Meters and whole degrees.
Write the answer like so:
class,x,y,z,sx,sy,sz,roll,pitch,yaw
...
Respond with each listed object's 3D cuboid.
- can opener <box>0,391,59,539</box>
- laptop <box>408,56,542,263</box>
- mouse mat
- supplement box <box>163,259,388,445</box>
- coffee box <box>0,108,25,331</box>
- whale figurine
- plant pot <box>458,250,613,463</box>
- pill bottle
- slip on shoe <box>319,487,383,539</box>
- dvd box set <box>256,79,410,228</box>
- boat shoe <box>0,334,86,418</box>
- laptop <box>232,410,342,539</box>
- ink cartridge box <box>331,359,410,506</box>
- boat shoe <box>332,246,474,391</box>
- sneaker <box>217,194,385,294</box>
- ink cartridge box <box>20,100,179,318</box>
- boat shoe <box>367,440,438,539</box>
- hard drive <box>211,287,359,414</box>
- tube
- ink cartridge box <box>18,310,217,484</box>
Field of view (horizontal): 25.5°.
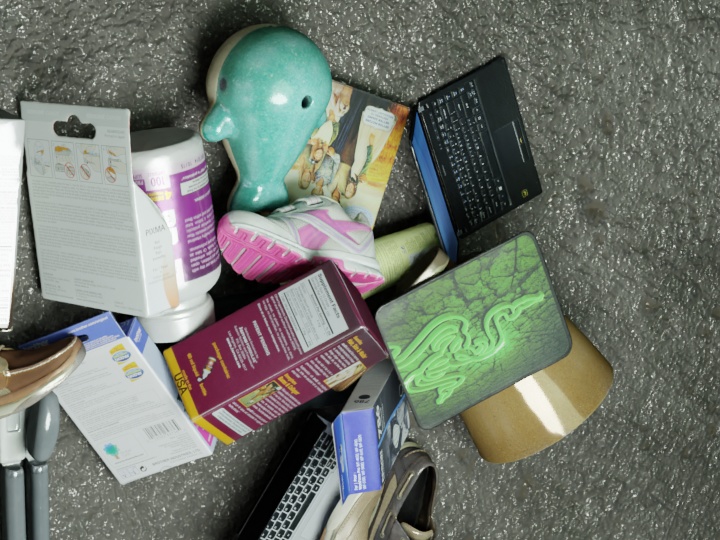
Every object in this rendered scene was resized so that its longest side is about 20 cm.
class,x,y,z,sx,sy,sz,roll,pitch,yaw
can opener,-0.340,0.214,1.622,0.052,0.066,0.202,-6,110,-30
laptop,0.133,-0.115,1.792,0.199,0.103,0.179,-29,116,-21
mouse mat,0.125,0.066,1.718,0.199,0.008,0.162,-27,114,-8
supplement box,-0.084,0.085,1.622,0.199,0.086,0.110,-29,157,5
coffee box,-0.374,-0.052,1.502,0.079,0.113,0.202,-1,104,-30
whale figurine,-0.088,-0.147,1.622,0.158,0.103,0.202,-10,113,-41
plant pot,0.160,0.086,1.832,0.186,0.186,0.201,-40,105,-16
pill bottle,-0.201,-0.035,1.609,0.111,0.112,0.202,-17,110,-26
slip on shoe,-0.018,0.326,1.821,0.201,0.060,0.076,-59,160,-3
dvd box set,-0.038,-0.103,1.737,0.145,0.029,0.202,16,93,-33
boat shoe,-0.364,0.106,1.549,0.198,0.076,0.072,-25,104,-2
laptop,-0.055,0.265,1.751,0.200,0.116,0.188,34,86,-42
ink cartridge box,0.015,0.172,1.757,0.039,0.200,0.100,-1,110,16
boat shoe,0.041,0.069,1.729,0.068,0.072,0.200,41,106,-13
sneaker,-0.065,-0.035,1.655,0.199,0.081,0.089,16,59,-38
ink cartridge box,-0.254,-0.063,1.542,0.050,0.161,0.202,-17,110,-48
boat shoe,0.048,0.303,1.865,0.074,0.073,0.202,-1,103,-30
hard drive,-0.094,0.090,1.751,0.198,0.033,0.141,-8,107,-29
tube,0.000,0.000,1.742,0.199,0.058,0.052,-22,146,-28
ink cartridge box,-0.246,0.124,1.628,0.118,0.042,0.201,-20,122,22
